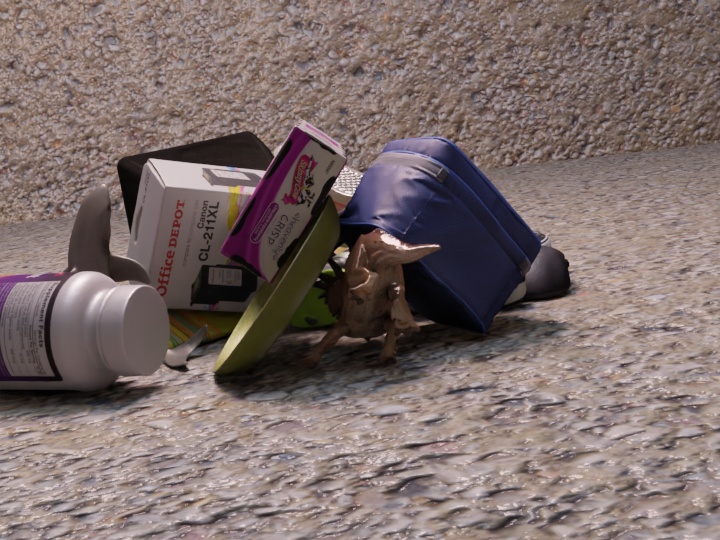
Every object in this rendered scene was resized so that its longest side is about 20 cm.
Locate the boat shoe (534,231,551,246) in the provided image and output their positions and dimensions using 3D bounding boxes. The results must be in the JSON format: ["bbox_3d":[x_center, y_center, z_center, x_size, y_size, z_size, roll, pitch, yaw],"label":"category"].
[{"bbox_3d":[0.178,-0.042,1.538,0.197,0.069,0.073,-9,9,-20],"label":"boat shoe"}]

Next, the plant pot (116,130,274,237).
[{"bbox_3d":[-0.180,-0.056,1.440,0.198,0.202,0.177,-16,19,-26],"label":"plant pot"}]

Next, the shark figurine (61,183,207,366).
[{"bbox_3d":[-0.262,0.034,1.137,0.128,0.216,0.089,-38,-10,15],"label":"shark figurine"}]

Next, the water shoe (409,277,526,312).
[{"bbox_3d":[0.091,0.002,1.268,0.197,0.080,0.071,-3,9,16],"label":"water shoe"}]

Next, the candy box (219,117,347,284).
[{"bbox_3d":[-0.072,-0.074,1.089,0.061,0.137,0.200,31,8,-7],"label":"candy box"}]

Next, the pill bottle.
[{"bbox_3d":[-0.285,0.058,1.046,0.197,0.113,0.111,-2,9,21],"label":"pill bottle"}]

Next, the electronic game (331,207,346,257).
[{"bbox_3d":[0.023,-0.043,1.345,0.197,0.042,0.200,-17,-22,-7],"label":"electronic game"}]

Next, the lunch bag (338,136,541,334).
[{"bbox_3d":[0.089,-0.038,1.130,0.133,0.200,0.135,-54,28,-14],"label":"lunch bag"}]

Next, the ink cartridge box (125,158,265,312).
[{"bbox_3d":[-0.149,-0.034,1.243,0.198,0.148,0.083,3,25,-28],"label":"ink cartridge box"}]

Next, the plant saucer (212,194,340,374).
[{"bbox_3d":[-0.073,0.020,1.054,0.031,0.201,0.200,33,5,-8],"label":"plant saucer"}]

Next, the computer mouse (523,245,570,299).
[{"bbox_3d":[0.200,-0.007,1.350,0.136,0.054,0.200,-5,9,1],"label":"computer mouse"}]

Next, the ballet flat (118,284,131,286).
[{"bbox_3d":[-0.247,0.052,1.277,0.071,0.073,0.198,3,10,44],"label":"ballet flat"}]

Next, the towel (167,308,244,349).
[{"bbox_3d":[-0.166,0.052,1.258,0.086,0.018,0.199,33,30,33],"label":"towel"}]

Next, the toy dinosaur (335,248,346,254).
[{"bbox_3d":[-0.031,-0.022,1.585,0.100,0.059,0.198,-15,13,-42],"label":"toy dinosaur"}]

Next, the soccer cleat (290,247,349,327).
[{"bbox_3d":[0.000,0.000,1.244,0.198,0.068,0.081,-31,12,1],"label":"soccer cleat"}]

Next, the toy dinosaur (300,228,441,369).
[{"bbox_3d":[0.006,0.011,1.047,0.085,0.201,0.137,17,44,-14],"label":"toy dinosaur"}]

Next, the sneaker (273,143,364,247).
[{"bbox_3d":[-0.045,-0.094,1.446,0.075,0.106,0.200,-28,40,-25],"label":"sneaker"}]
